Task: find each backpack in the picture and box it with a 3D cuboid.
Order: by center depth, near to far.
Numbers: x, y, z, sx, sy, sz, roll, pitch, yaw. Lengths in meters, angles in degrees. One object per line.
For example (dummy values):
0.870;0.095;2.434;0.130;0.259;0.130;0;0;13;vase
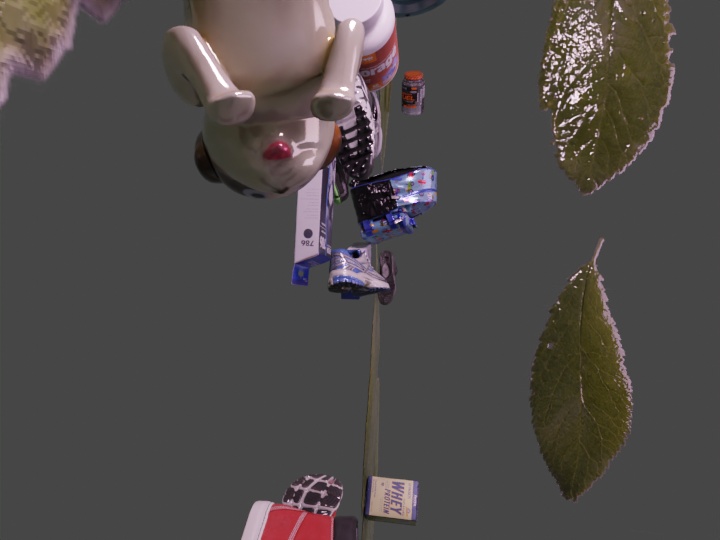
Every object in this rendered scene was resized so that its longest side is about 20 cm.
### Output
0.088;-0.153;1.174;0.183;0.197;0.137;37;37;-82;backpack

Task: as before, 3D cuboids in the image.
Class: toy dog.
-0.074;-0.145;0.348;0.194;0.138;0.203;42;-38;51;toy dog

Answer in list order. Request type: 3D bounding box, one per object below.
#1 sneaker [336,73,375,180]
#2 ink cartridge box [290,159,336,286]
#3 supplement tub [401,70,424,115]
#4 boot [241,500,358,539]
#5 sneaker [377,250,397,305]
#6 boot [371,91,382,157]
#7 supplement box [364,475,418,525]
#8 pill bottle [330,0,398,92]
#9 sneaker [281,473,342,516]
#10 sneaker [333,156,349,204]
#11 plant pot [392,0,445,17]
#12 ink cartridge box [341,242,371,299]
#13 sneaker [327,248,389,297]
-0.005;-0.234;0.797;0.090;0.066;0.204;5;70;-66;sneaker
-0.063;-0.078;0.727;0.099;0.038;0.204;17;77;-83;ink cartridge box
0.276;-0.929;2.712;0.123;0.120;0.203;-77;168;-53;supplement tub
-0.062;0.329;0.502;0.201;0.142;0.073;-75;168;-53;boot
0.106;0.036;1.963;0.114;0.075;0.203;50;39;-71;sneaker
0.007;-0.288;1.014;0.096;0.072;0.202;-99;176;-47;boot
0.123;0.884;1.980;0.201;0.196;0.136;82;13;-59;supplement box
0.002;-0.378;0.825;0.200;0.110;0.114;34;60;-81;pill bottle
-0.081;0.359;0.688;0.200;0.076;0.086;-53;152;-59;sneaker
-0.019;-0.195;0.845;0.077;0.082;0.203;81;14;-55;sneaker
0.073;-0.532;0.838;0.200;0.196;0.192;-32;113;-81;plant pot
-0.008;-0.004;1.169;0.200;0.043;0.096;-52;143;-77;ink cartridge box
0.000;0.000;1.006;0.199;0.076;0.087;21;59;-65;sneaker
